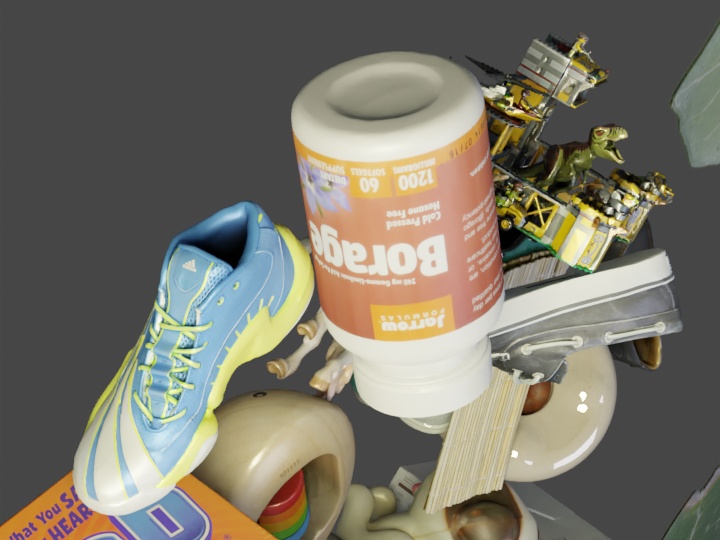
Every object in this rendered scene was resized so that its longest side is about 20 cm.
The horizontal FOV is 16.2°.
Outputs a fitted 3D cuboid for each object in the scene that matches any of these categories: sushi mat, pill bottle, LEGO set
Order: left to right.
[{"bbox_3d":[0.026,-0.018,1.489,0.112,0.112,0.200,-38,132,-38],"label":"pill bottle"},{"bbox_3d":[0.097,0.078,1.797,0.096,0.012,0.200,-16,129,-48],"label":"sushi mat"},{"bbox_3d":[0.143,-0.089,1.673,0.116,0.154,0.200,-61,162,16],"label":"LEGO set"}]

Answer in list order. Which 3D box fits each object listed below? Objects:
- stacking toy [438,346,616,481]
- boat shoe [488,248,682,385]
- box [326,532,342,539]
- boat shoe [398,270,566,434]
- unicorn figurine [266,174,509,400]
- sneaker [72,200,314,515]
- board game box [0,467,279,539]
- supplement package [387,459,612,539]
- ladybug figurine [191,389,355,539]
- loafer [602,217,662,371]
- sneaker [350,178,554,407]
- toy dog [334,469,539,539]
[{"bbox_3d":[0.112,0.100,1.976,0.146,0.146,0.200,-51,178,-12],"label":"stacking toy"},{"bbox_3d":[0.114,0.044,1.660,0.199,0.068,0.072,-16,-175,-8],"label":"boat shoe"},{"bbox_3d":[0.003,0.252,1.804,0.082,0.200,0.068,-54,-168,2],"label":"box"},{"bbox_3d":[0.088,0.028,1.844,0.202,0.074,0.065,-52,154,-21],"label":"boat shoe"},{"bbox_3d":[0.000,0.000,1.621,0.137,0.074,0.200,-46,174,-25],"label":"unicorn figurine"},{"bbox_3d":[-0.108,0.040,1.443,0.200,0.076,0.105,-55,149,-22],"label":"sneaker"},{"bbox_3d":[-0.141,0.262,1.504,0.200,0.200,0.200,-38,154,-39],"label":"board game box"},{"bbox_3d":[0.102,0.241,2.073,0.111,0.156,0.200,-59,160,13],"label":"supplement package"},{"bbox_3d":[-0.066,0.143,1.668,0.136,0.072,0.200,-42,155,-24],"label":"ladybug figurine"},{"bbox_3d":[0.231,0.015,2.131,0.073,0.072,0.200,-47,157,-19],"label":"loafer"},{"bbox_3d":[0.061,0.009,1.768,0.200,0.071,0.080,-44,141,-22],"label":"sneaker"},{"bbox_3d":[0.043,0.234,1.897,0.200,0.194,0.140,-47,151,4],"label":"toy dog"}]
